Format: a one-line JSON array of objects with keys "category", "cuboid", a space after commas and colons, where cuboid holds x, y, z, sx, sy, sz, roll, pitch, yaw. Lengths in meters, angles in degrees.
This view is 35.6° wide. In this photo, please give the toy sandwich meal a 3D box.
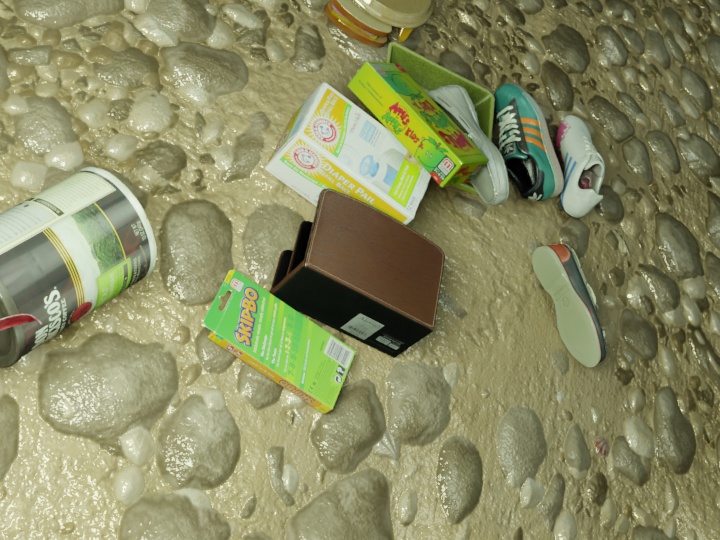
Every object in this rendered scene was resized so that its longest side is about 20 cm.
[{"category": "toy sandwich meal", "cuboid": [0.027, -0.438, 1.755, 0.204, 0.070, 0.206, 18, 53, -26]}]

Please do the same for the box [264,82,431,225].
[{"category": "box", "cuboid": [-0.014, -0.143, 1.550, 0.200, 0.101, 0.113, 36, 51, -14]}]

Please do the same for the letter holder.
[{"category": "letter holder", "cuboid": [0.000, 0.000, 1.490, 0.199, 0.101, 0.143, 27, 53, -20]}]

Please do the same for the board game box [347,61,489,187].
[{"category": "board game box", "cuboid": [0.082, -0.207, 1.573, 0.200, 0.048, 0.101, 48, 25, 14]}]

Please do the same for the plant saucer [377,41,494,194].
[{"category": "plant saucer", "cuboid": [0.106, -0.222, 1.705, 0.199, 0.048, 0.201, 23, 57, -23]}]

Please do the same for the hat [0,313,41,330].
[{"category": "hat", "cuboid": [-0.463, 0.066, 1.095, 0.200, 0.176, 0.166, -37, 89, -40]}]

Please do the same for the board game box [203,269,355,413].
[{"category": "board game box", "cuboid": [-0.104, 0.089, 1.422, 0.200, 0.030, 0.096, 37, 51, -16]}]

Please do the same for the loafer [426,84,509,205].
[{"category": "loafer", "cuboid": [0.153, -0.181, 1.646, 0.069, 0.070, 0.201, -14, 67, -32]}]

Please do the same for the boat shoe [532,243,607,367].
[{"category": "boat shoe", "cuboid": [0.328, 0.049, 1.706, 0.062, 0.071, 0.201, -8, 68, -39]}]

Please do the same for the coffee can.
[{"category": "coffee can", "cuboid": [-0.345, -0.008, 1.232, 0.147, 0.146, 0.200, 52, 50, 0]}]

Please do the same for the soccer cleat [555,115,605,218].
[{"category": "soccer cleat", "cuboid": [0.368, -0.179, 1.833, 0.069, 0.086, 0.201, 19, 57, -24]}]

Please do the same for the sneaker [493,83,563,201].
[{"category": "sneaker", "cuboid": [0.253, -0.205, 1.779, 0.080, 0.071, 0.201, -13, 76, -42]}]
